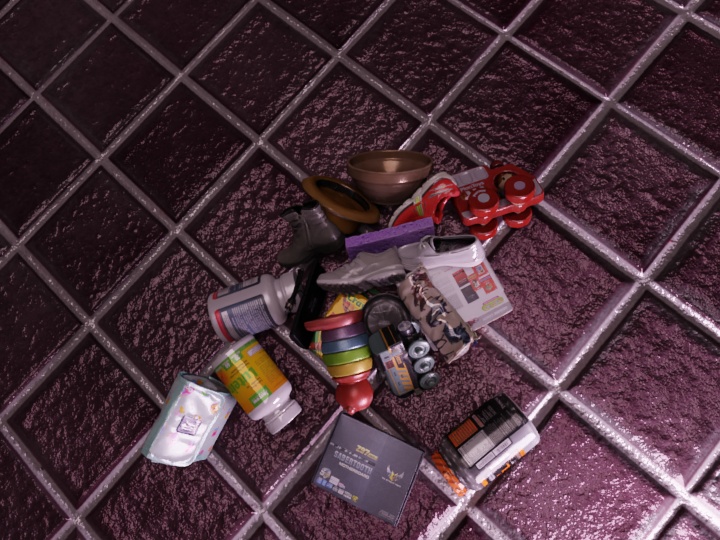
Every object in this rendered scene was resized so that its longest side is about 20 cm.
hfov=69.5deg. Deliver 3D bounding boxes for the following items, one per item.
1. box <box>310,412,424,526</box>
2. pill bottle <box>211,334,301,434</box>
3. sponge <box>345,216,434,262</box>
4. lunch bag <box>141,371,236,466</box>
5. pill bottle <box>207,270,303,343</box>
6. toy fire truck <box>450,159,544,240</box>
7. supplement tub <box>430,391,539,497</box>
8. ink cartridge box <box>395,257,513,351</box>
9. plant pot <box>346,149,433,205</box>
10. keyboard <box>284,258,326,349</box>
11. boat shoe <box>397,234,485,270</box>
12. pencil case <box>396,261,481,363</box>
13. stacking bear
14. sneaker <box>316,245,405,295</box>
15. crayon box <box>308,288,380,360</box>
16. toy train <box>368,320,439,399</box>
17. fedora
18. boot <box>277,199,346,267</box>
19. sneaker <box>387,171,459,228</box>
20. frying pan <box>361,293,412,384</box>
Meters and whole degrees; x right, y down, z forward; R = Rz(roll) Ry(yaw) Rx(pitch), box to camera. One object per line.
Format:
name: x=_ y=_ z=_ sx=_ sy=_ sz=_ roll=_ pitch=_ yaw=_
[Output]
box: x=0.017 y=0.413 z=1.094 sx=0.199 sy=0.051 sz=0.159 roll=23 pitch=79 yaw=12
pill bottle: x=-0.220 y=0.249 z=1.125 sx=0.111 sy=0.111 sz=0.200 roll=-39 pitch=87 yaw=-3
sponge: x=0.069 y=-0.057 z=1.167 sx=0.198 sy=0.112 sz=0.030 roll=-13 pitch=61 yaw=4
lunch bag: x=-0.360 y=0.309 z=1.090 sx=0.121 sy=0.200 sz=0.171 roll=26 pitch=80 yaw=12
pill bottle: x=-0.229 y=0.077 z=1.171 sx=0.198 sy=0.120 sz=0.121 roll=-19 pitch=75 yaw=2
toy fire truck: x=0.300 y=-0.179 z=1.179 sx=0.198 sy=0.112 sz=0.169 roll=-19 pitch=57 yaw=1
supplement tub: x=0.247 y=0.351 z=1.043 sx=0.199 sy=0.123 sz=0.123 roll=-38 pitch=75 yaw=-2
ink cartridge box: x=0.202 y=0.060 z=1.137 sx=0.199 sy=0.084 sz=0.177 roll=-27 pitch=75 yaw=1
plant pot: x=0.068 y=-0.210 z=1.193 sx=0.199 sy=0.201 sz=0.094 roll=1 pitch=117 yaw=7
keyboard: x=-0.120 y=0.061 z=1.130 sx=0.020 sy=0.127 sz=0.201 roll=-4 pitch=51 yaw=23
boat shoe: x=0.157 y=-0.044 z=1.089 sx=0.198 sy=0.069 sz=0.072 roll=4 pitch=53 yaw=31
pencil case: x=0.154 y=0.083 z=1.054 sx=0.089 sy=0.078 sz=0.201 roll=-40 pitch=74 yaw=16
stacking bear: x=-0.027 y=0.190 z=1.073 sx=0.113 sy=0.121 sz=0.202 roll=-14 pitch=87 yaw=30
sneaker: x=0.000 y=0.000 z=1.131 sx=0.198 sy=0.075 sz=0.083 roll=-11 pitch=65 yaw=13
crayon box: x=-0.018 y=0.124 z=1.168 sx=0.126 sy=0.051 sz=0.201 roll=32 pitch=82 yaw=14
toy train: x=0.091 y=0.188 z=1.076 sx=0.113 sy=0.201 sz=0.085 roll=-23 pitch=39 yaw=-1
fedora: x=-0.053 y=-0.143 z=1.201 sx=0.200 sy=0.200 sz=0.082 roll=34 pitch=117 yaw=13
boot: x=-0.138 y=-0.088 z=1.164 sx=0.199 sy=0.131 sz=0.068 roll=-19 pitch=37 yaw=33
sneaker: x=0.140 y=-0.129 z=1.165 sx=0.200 sy=0.077 sz=0.085 roll=-46 pitch=73 yaw=25
frying pan: x=0.036 y=0.140 z=1.111 sx=0.114 sy=0.031 sz=0.191 roll=29 pitch=98 yaw=5
